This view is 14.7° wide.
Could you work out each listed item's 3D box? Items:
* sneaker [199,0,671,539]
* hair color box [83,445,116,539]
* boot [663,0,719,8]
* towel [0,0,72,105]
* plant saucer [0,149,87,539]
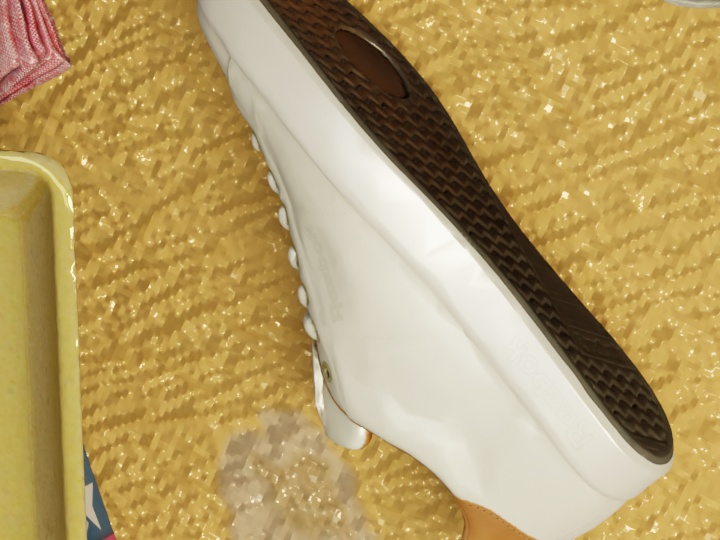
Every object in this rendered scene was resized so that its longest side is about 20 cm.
[{"bbox_3d":[0.000,0.000,0.821,0.085,0.073,0.200,-39,81,24],"label":"sneaker"},{"bbox_3d":[-0.147,0.056,0.887,0.100,0.061,0.201,-19,92,18],"label":"hair color box"},{"bbox_3d":[0.155,-0.133,0.698,0.182,0.200,0.073,-35,87,18],"label":"boot"},{"bbox_3d":[-0.197,-0.082,0.847,0.199,0.023,0.145,-27,82,19],"label":"towel"},{"bbox_3d":[-0.169,0.054,0.823,0.199,0.048,0.201,3,106,12],"label":"plant saucer"}]
